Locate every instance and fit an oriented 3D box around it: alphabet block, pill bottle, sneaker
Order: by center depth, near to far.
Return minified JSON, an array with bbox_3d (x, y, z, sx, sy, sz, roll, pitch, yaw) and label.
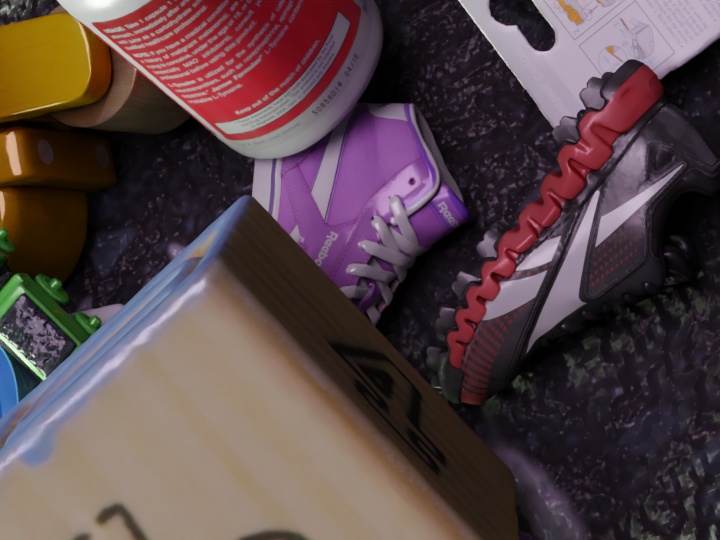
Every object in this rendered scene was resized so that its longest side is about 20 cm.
[{"bbox_3d":[-0.059,0.110,1.182,0.195,0.196,0.200,-41,97,11],"label":"alphabet block"},{"bbox_3d":[0.111,-0.002,1.265,0.098,0.071,0.201,36,109,8],"label":"sneaker"},{"bbox_3d":[-0.087,-0.152,1.288,0.112,0.200,0.113,-24,46,28],"label":"pill bottle"},{"bbox_3d":[0.000,0.000,1.316,0.114,0.073,0.202,-7,65,20],"label":"sneaker"}]

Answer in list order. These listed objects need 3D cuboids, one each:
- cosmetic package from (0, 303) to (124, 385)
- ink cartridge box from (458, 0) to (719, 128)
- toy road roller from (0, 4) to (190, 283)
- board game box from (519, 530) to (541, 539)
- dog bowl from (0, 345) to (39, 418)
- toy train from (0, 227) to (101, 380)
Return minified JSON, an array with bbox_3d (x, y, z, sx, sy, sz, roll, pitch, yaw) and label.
[{"bbox_3d":[-0.195,0.089,1.399,0.199,0.074,0.102,-12,71,22],"label":"cosmetic package"},{"bbox_3d":[0.142,-0.185,1.287,0.200,0.050,0.163,-38,88,17],"label":"ink cartridge box"},{"bbox_3d":[-0.181,-0.060,1.408,0.199,0.123,0.147,-13,84,26],"label":"toy road roller"},{"bbox_3d":[-0.012,0.156,1.315,0.199,0.032,0.121,22,83,30],"label":"board game box"},{"bbox_3d":[-0.253,0.083,1.362,0.199,0.050,0.112,4,78,28],"label":"dog bowl"},{"bbox_3d":[-0.213,-0.013,1.335,0.200,0.056,0.042,43,100,11],"label":"toy train"}]
